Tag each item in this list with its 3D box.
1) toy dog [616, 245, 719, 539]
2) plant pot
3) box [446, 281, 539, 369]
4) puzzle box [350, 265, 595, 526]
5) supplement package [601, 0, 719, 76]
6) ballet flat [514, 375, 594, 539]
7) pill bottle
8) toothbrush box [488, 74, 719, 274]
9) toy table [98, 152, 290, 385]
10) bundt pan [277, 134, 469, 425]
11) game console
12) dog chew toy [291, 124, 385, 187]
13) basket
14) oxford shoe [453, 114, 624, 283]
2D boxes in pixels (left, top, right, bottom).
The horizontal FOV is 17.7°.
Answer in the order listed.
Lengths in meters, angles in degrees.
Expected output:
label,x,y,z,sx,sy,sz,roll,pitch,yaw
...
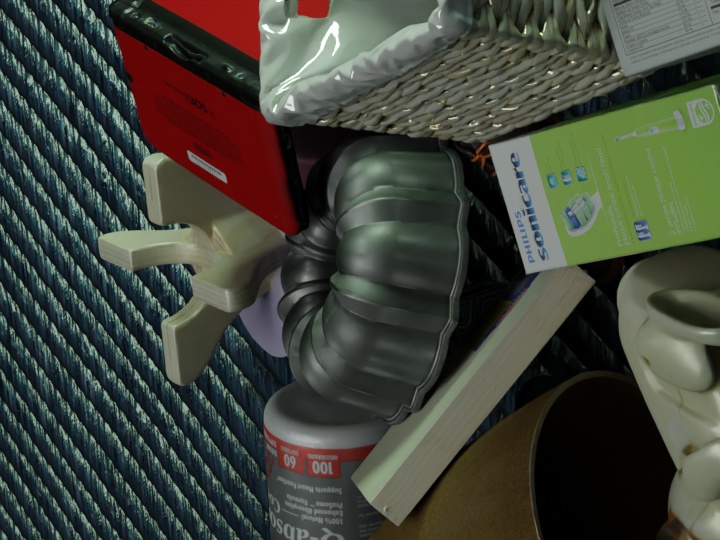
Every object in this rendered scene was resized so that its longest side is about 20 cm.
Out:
label,x,y,z,sx,sy,sz,roll,pitch,yaw
toy dog,0.219,0.095,1.372,0.194,0.140,0.200,8,115,47
plant pot,0.099,0.180,1.467,0.200,0.186,0.186,-24,85,40
box,0.036,0.049,1.663,0.200,0.070,0.064,-5,101,55
puzzle box,0.071,0.073,1.498,0.025,0.200,0.133,39,179,-5
supplement package,0.211,-0.228,1.224,0.151,0.152,0.200,-16,92,55
ballet flat,0.157,0.168,1.568,0.200,0.068,0.072,58,163,13
pill bottle,-0.011,0.188,1.751,0.116,0.116,0.200,22,122,48
toothbrush box,0.196,-0.066,1.325,0.200,0.146,0.086,-10,97,54
toy table,-0.108,-0.016,1.793,0.184,0.117,0.200,4,109,54
bundt pan,0.000,0.000,1.544,0.202,0.076,0.202,-172,90,-70
game console,-0.070,-0.147,1.575,0.200,0.119,0.172,33,145,46
dog chew toy,-0.032,-0.125,1.643,0.200,0.125,0.125,-13,95,47
basket,0.055,-0.186,1.324,0.200,0.161,0.198,-20,65,54
oxford shoe,0.102,-0.072,1.514,0.200,0.073,0.071,59,143,18
